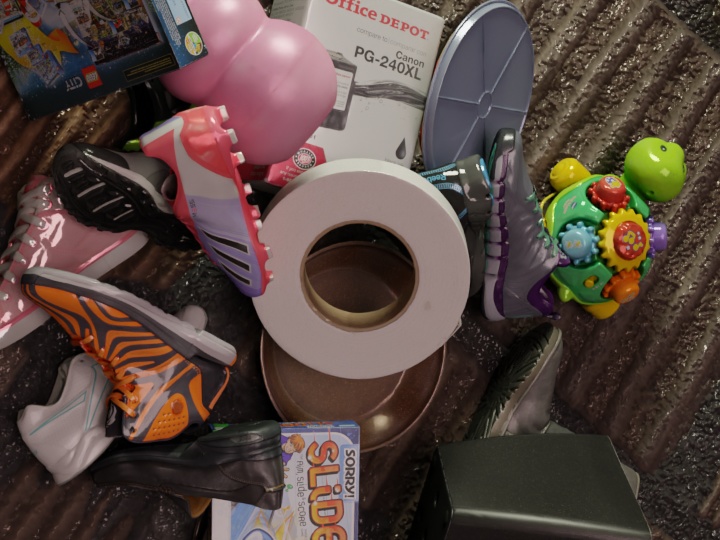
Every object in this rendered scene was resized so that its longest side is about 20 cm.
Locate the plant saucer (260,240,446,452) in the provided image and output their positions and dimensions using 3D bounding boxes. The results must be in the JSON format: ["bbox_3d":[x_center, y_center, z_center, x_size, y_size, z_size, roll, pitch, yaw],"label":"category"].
[{"bbox_3d":[-0.011,0.072,1.419,0.199,0.037,0.202,-1,93,-27],"label":"plant saucer"}]

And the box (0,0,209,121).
[{"bbox_3d":[-0.226,-0.210,1.206,0.038,0.199,0.137,-37,110,-46],"label":"box"}]

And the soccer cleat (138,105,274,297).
[{"bbox_3d":[-0.123,-0.051,1.225,0.076,0.067,0.201,-16,136,-4],"label":"soccer cleat"}]

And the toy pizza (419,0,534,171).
[{"bbox_3d":[0.108,-0.163,1.431,0.200,0.032,0.202,-35,135,-45],"label":"toy pizza"}]

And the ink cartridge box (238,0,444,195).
[{"bbox_3d":[-0.020,-0.160,1.378,0.144,0.083,0.202,15,86,-27],"label":"ink cartridge box"}]

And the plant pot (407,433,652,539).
[{"bbox_3d":[0.144,0.268,1.403,0.176,0.200,0.201,13,110,-9],"label":"plant pot"}]

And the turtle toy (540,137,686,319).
[{"bbox_3d":[0.260,-0.050,1.518,0.146,0.101,0.201,39,75,-23],"label":"turtle toy"}]

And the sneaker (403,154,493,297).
[{"bbox_3d":[0.077,-0.039,1.404,0.081,0.201,0.074,-9,56,-3],"label":"sneaker"}]

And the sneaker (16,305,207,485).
[{"bbox_3d":[-0.214,0.091,1.297,0.080,0.070,0.200,46,67,-4],"label":"sneaker"}]

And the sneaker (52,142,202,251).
[{"bbox_3d":[-0.186,-0.074,1.255,0.200,0.074,0.080,21,54,-55],"label":"sneaker"}]

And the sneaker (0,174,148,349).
[{"bbox_3d":[-0.280,-0.016,1.253,0.200,0.075,0.105,-39,113,-29],"label":"sneaker"}]

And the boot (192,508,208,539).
[{"bbox_3d":[-0.085,0.265,1.378,0.145,0.070,0.202,10,86,-21],"label":"boot"}]

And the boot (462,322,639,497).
[{"bbox_3d":[0.215,0.173,1.521,0.199,0.073,0.183,31,92,-18],"label":"boot"}]

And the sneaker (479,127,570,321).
[{"bbox_3d":[0.164,-0.044,1.452,0.087,0.075,0.201,3,117,5],"label":"sneaker"}]

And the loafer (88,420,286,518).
[{"bbox_3d":[-0.151,0.177,1.266,0.073,0.199,0.073,-13,92,-55],"label":"loafer"}]

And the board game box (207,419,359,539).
[{"bbox_3d":[-0.070,0.237,1.329,0.134,0.034,0.202,-1,95,-13],"label":"board game box"}]

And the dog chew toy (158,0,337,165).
[{"bbox_3d":[-0.116,-0.182,1.242,0.200,0.124,0.125,40,74,-9],"label":"dog chew toy"}]

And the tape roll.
[{"bbox_3d":[0.000,0.000,1.325,0.201,0.037,0.204,0,113,0],"label":"tape roll"}]

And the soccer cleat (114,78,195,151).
[{"bbox_3d":[-0.172,-0.195,1.307,0.081,0.067,0.202,6,92,-35],"label":"soccer cleat"}]

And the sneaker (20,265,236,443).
[{"bbox_3d":[-0.201,0.078,1.217,0.199,0.077,0.113,28,79,-24],"label":"sneaker"}]
